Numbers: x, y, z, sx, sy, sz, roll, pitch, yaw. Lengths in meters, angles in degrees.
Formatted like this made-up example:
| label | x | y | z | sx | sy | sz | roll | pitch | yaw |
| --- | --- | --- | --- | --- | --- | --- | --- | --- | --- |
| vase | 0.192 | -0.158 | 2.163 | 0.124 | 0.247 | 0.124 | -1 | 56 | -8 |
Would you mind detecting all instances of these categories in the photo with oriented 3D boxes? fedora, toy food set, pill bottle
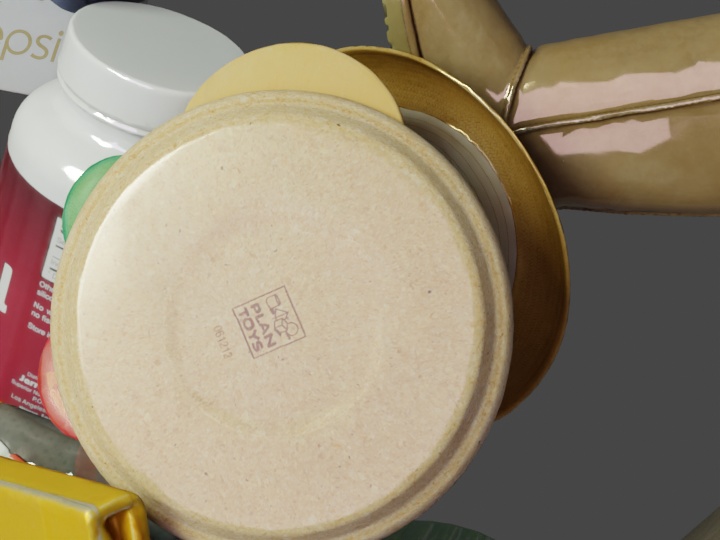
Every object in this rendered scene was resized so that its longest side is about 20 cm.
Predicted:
| label | x | y | z | sx | sy | sz | roll | pitch | yaw |
| --- | --- | --- | --- | --- | --- | --- | --- | --- | --- |
| fedora | 0.000 | 0.000 | 0.840 | 0.200 | 0.082 | 0.202 | 19 | 123 | 31 |
| toy food set | -0.037 | 0.021 | 0.756 | 0.198 | 0.049 | 0.200 | -39 | 85 | 2 |
| pill bottle | -0.118 | -0.018 | 0.858 | 0.112 | 0.113 | 0.201 | 24 | 119 | 6 |

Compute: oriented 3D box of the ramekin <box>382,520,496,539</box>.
| label | x | y | z | sx | sy | sz | roll | pitch | yaw |
| --- | --- | --- | --- | --- | --- | --- | --- | --- | --- |
| ramekin | 0.025 | 0.221 | 0.901 | 0.199 | 0.098 | 0.201 | 2 | 99 | 10 |

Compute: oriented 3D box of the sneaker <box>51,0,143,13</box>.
| label | x | y | z | sx | sy | sz | roll | pitch | yaw |
| --- | --- | --- | --- | --- | --- | --- | --- | --- | --- |
| sneaker | -0.077 | -0.196 | 0.845 | 0.200 | 0.074 | 0.082 | -41 | 87 | -16 |

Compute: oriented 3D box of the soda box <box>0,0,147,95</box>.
| label | x | y | z | sx | sy | sz | roll | pitch | yaw |
| --- | --- | --- | --- | --- | --- | --- | --- | --- | --- |
| soda box | -0.200 | -0.129 | 0.839 | 0.064 | 0.199 | 0.068 | 34 | 109 | 46 |

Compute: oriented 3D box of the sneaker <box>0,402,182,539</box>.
| label | x | y | z | sx | sy | sz | roll | pitch | yaw |
| --- | --- | --- | --- | --- | --- | --- | --- | --- | --- |
| sneaker | -0.085 | 0.102 | 0.825 | 0.199 | 0.077 | 0.082 | 28 | 68 | 11 |

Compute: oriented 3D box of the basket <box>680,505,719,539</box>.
| label | x | y | z | sx | sy | sz | roll | pitch | yaw |
| --- | --- | --- | --- | --- | --- | --- | --- | --- | --- |
| basket | 0.254 | 0.121 | 0.825 | 0.180 | 0.136 | 0.200 | 41 | 100 | 27 |

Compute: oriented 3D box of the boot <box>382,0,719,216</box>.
| label | x | y | z | sx | sy | sz | roll | pitch | yaw |
| --- | --- | --- | --- | --- | --- | --- | --- | --- | --- |
| boot | 0.117 | -0.105 | 0.850 | 0.199 | 0.066 | 0.176 | -5 | 110 | 12 |

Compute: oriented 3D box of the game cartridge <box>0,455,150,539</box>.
| label | x | y | z | sx | sy | sz | roll | pitch | yaw |
| --- | --- | --- | --- | --- | --- | --- | --- | --- | --- |
| game cartridge | -0.152 | 0.163 | 0.799 | 0.199 | 0.032 | 0.177 | 9 | 111 | 47 |
